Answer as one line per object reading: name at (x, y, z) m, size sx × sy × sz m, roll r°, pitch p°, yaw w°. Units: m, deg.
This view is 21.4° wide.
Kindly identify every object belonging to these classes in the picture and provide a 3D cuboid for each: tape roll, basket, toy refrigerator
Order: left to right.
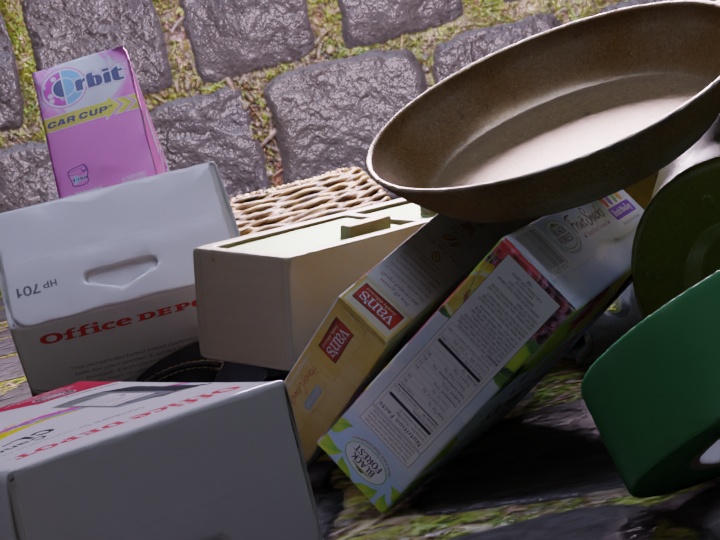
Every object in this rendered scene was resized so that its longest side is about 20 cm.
basket at (-0.055, 0.017, 1.731) m, size 0.199 × 0.150 × 0.143 m, roll -16°, pitch 39°, yaw -25°
toy refrigerator at (0.000, 0.000, 1.110) m, size 0.076 × 0.071 × 0.199 m, roll 6°, pitch 14°, yaw 41°
tape roll at (0.184, 0.024, 0.743) m, size 0.199 × 0.048 × 0.201 m, roll -24°, pitch -16°, yaw -7°

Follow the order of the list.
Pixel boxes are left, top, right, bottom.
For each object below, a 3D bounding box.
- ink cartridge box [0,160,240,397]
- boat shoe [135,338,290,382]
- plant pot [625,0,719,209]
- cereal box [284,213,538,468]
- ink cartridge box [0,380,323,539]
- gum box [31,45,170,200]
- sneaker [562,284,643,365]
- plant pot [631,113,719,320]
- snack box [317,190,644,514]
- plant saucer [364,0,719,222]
ink cartridge box at (-0.142, 0.032, 1.201) m, size 0.145 × 0.086 × 0.200 m, roll -14°, pitch -29°, yaw -7°
boat shoe at (-0.058, 0.073, 1.109) m, size 0.198 × 0.073 × 0.063 m, roll -5°, pitch 6°, yaw 24°
plant pot at (0.246, -0.064, 1.246) m, size 0.188 × 0.202 × 0.200 m, roll -34°, pitch 15°, yaw -28°
cereal box at (0.037, 0.011, 1.002) m, size 0.200 × 0.040 × 0.144 m, roll -38°, pitch -12°, yaw -38°
ink cartridge box at (-0.133, 0.107, 0.872) m, size 0.147 × 0.086 × 0.199 m, roll -17°, pitch 5°, yaw -35°
gum box at (-0.155, -0.040, 1.278) m, size 0.066 × 0.114 × 0.200 m, roll -16°, pitch -30°, yaw -2°
sneaker at (0.116, 0.011, 1.204) m, size 0.084 × 0.075 × 0.200 m, roll -18°, pitch 16°, yaw -29°
plant pot at (0.228, -0.030, 0.959) m, size 0.199 × 0.202 × 0.193 m, roll -9°, pitch 18°, yaw 35°
snack box at (0.072, 0.033, 0.958) m, size 0.142 × 0.053 × 0.200 m, roll -48°, pitch -9°, yaw 23°
plant saucer at (0.100, -0.073, 0.933) m, size 0.199 × 0.036 × 0.200 m, roll -20°, pitch 22°, yaw 8°
